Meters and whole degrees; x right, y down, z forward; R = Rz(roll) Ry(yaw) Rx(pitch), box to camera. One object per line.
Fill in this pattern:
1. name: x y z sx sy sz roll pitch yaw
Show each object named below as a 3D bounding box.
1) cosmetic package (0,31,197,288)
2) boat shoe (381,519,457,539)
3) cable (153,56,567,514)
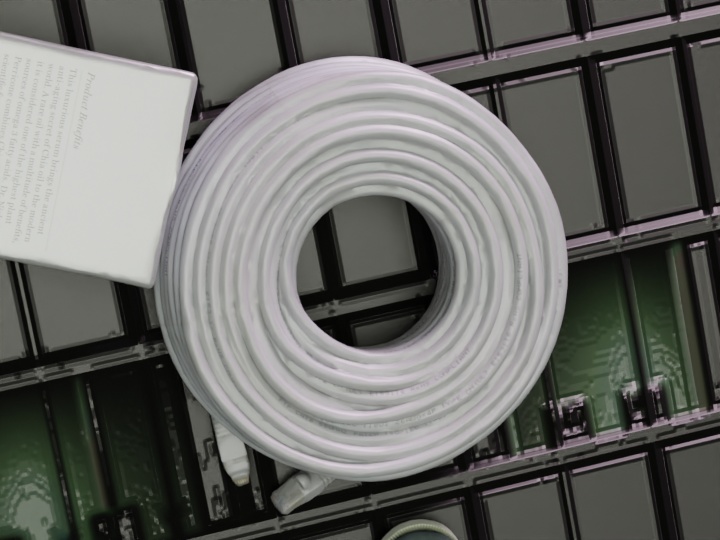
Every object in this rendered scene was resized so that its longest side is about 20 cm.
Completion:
1. cosmetic package: -0.184 -0.062 1.032 0.199 0.071 0.102 12 93 -12
2. boat shoe: 0.031 0.226 1.112 0.072 0.062 0.202 4 95 -12
3. cable: 0.000 0.000 1.077 0.199 0.069 0.201 -26 101 -8
